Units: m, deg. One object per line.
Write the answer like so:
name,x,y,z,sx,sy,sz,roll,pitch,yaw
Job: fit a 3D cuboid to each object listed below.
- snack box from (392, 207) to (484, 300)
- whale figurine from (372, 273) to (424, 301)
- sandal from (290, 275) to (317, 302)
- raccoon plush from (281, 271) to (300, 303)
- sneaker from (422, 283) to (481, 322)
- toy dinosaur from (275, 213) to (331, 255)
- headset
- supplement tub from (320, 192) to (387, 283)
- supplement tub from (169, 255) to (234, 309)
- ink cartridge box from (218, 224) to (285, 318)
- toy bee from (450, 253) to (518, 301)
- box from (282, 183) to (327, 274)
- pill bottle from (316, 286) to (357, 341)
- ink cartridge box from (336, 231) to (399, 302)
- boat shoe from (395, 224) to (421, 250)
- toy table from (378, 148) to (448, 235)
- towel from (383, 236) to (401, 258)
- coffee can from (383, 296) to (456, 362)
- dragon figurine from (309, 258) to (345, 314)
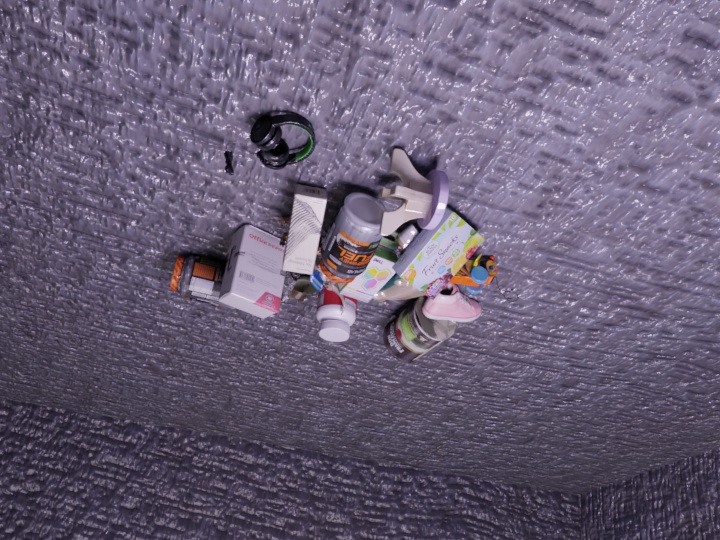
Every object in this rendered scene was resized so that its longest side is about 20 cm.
snack box,0.191,-0.042,1.579,0.141,0.053,0.201,32,101,-37
whale figurine,0.116,0.022,1.723,0.197,0.106,0.159,-19,165,18
sandal,-0.191,0.069,1.919,0.199,0.058,0.079,-20,141,36
raccoon plush,-0.238,-0.004,1.820,0.132,0.097,0.202,26,115,-7
sneaker,0.281,0.086,1.856,0.197,0.076,0.106,2,128,-26
toy dinosaur,-0.127,-0.096,1.623,0.134,0.087,0.201,-20,129,24
headset,-0.190,-0.255,1.351,0.196,0.095,0.124,-11,147,5
supplement tub,-0.020,-0.071,1.514,0.120,0.124,0.201,14,132,-15
supplement tub,-0.433,0.030,1.831,0.197,0.124,0.123,15,148,-14
ink cartridge box,-0.275,0.003,1.685,0.144,0.203,0.084,25,150,-30
toy bee,0.312,0.008,1.696,0.198,0.110,0.131,29,143,-16
box,-0.134,-0.097,1.538,0.081,0.069,0.203,8,117,-8
pill bottle,-0.064,0.088,1.791,0.110,0.203,0.113,3,150,2
ink cartridge box,0.034,-0.013,1.646,0.103,0.060,0.200,19,124,-41
boat shoe,0.175,-0.063,1.635,0.069,0.071,0.199,-47,141,19
toy table,0.109,-0.160,1.396,0.115,0.187,0.200,9,171,-9
towel,0.040,-0.027,1.753,0.144,0.030,0.200,-8,146,22
coffee can,0.177,0.176,1.951,0.144,0.149,0.200,18,146,-20
dragon figurine,-0.097,0.020,1.723,0.202,0.059,0.099,58,156,-15
